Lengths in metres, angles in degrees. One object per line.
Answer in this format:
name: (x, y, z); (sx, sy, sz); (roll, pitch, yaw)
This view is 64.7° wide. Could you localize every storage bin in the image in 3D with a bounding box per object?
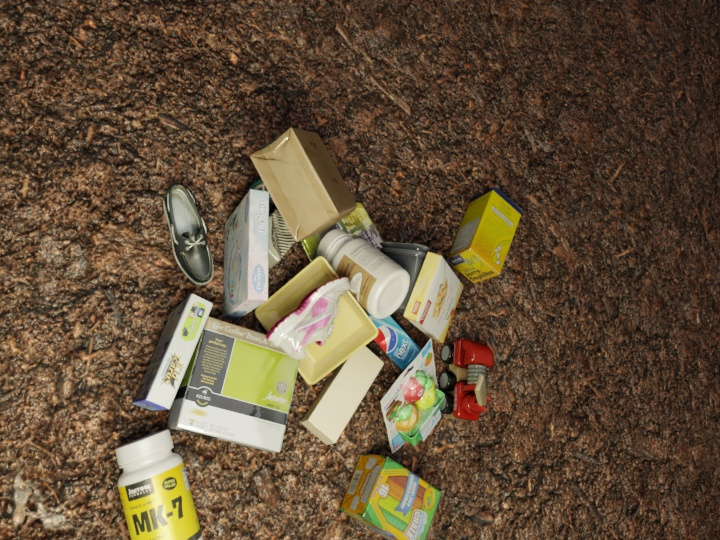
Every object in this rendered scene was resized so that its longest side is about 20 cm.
storage bin: (0.109, 0.028, 1.294); (0.199, 0.141, 0.139); (28, 71, -60)

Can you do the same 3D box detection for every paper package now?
paper package: (-0.105, -0.173, 1.126); (0.194, 0.101, 0.200); (60, 15, -5)

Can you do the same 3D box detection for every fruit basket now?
fruit basket: (0.117, 0.276, 1.223); (0.092, 0.204, 0.185); (27, 54, 30)

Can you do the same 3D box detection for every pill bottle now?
pill bottle: (-0.352, 0.391, 0.983); (0.111, 0.114, 0.207); (-15, 84, -29)
pill bottle: (0.000, 0.000, 1.197); (0.113, 0.117, 0.198); (-32, 52, -29)

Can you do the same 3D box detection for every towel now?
towel: (-0.036, -0.062, 1.318); (0.197, 0.023, 0.147); (-30, 93, -31)

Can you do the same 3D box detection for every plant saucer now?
plant saucer: (-0.089, 0.101, 1.185); (0.198, 0.049, 0.202); (-37, 97, 16)

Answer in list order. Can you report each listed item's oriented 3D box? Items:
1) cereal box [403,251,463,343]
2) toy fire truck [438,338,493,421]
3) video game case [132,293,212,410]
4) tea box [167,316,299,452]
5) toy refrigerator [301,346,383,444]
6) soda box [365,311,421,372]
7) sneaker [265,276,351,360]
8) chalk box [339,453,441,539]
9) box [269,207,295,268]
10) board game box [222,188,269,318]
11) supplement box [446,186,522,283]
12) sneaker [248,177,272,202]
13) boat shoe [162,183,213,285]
cereal box: (0.165, 0.064, 1.245); (0.200, 0.039, 0.148); (39, 71, -60)
toy fire truck: (0.256, 0.243, 1.294); (0.125, 0.199, 0.182); (15, 70, -23)
video game case: (-0.334, 0.150, 1.003); (0.045, 0.199, 0.186); (27, 67, -20)
tea box: (-0.237, 0.218, 1.076); (0.195, 0.133, 0.203); (21, 69, -22)
toy refrigerator: (-0.038, 0.260, 1.211); (0.075, 0.070, 0.202); (38, 62, -6)
soda box: (0.057, 0.136, 1.280); (0.064, 0.068, 0.200); (-43, 99, 1)
sneaker: (-0.084, 0.093, 1.083); (0.199, 0.081, 0.089); (-42, 97, -22)
chalk box: (0.078, 0.488, 1.181); (0.197, 0.123, 0.127); (35, 64, -15)
box: (-0.156, -0.108, 1.239); (0.082, 0.068, 0.202); (43, 62, -12)
board game box: (-0.225, -0.025, 1.106); (0.042, 0.198, 0.208); (5, 75, -25)
supplement box: (0.320, -0.090, 1.466); (0.108, 0.108, 0.204); (34, 64, -15)
sneaker: (-0.181, -0.221, 1.266); (0.079, 0.078, 0.200); (39, 56, 8)
boat shoe: (-0.344, -0.072, 1.134); (0.074, 0.060, 0.205); (-24, 89, -30)
